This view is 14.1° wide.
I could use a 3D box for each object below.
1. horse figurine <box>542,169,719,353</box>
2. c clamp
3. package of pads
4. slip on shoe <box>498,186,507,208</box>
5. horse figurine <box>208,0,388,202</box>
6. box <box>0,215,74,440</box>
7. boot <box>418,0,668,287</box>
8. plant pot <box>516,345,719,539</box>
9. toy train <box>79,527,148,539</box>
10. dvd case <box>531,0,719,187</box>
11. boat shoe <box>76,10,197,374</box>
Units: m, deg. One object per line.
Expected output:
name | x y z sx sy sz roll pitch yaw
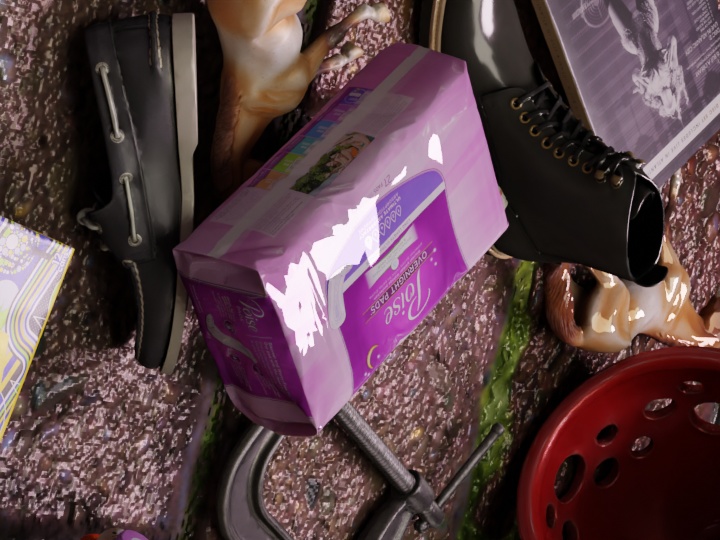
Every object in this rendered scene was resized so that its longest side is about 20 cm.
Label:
horse figurine | 0.170 0.004 1.865 0.199 0.050 0.134 -16 109 -47
c clamp | -0.008 0.121 1.725 0.171 0.027 0.200 -58 140 -10
package of pads | -0.005 -0.017 1.559 0.200 0.075 0.121 -46 133 -34
slip on shoe | 0.000 0.000 1.669 0.200 0.074 0.061 -43 97 -23
horse figurine | -0.038 -0.138 1.551 0.132 0.050 0.201 -36 147 -31
box | -0.218 0.066 1.437 0.070 0.064 0.201 26 84 -49
boot | 0.115 -0.091 1.702 0.077 0.138 0.201 -38 127 -33
plant pot | 0.221 0.175 1.870 0.201 0.200 0.183 -59 143 -16
toy train | -0.159 0.197 1.562 0.150 0.056 0.200 -40 146 2
dvd case | 0.170 -0.155 1.808 0.149 0.016 0.201 -42 121 -36
boat shoe | -0.118 -0.041 1.535 0.062 0.073 0.201 1 113 -4
